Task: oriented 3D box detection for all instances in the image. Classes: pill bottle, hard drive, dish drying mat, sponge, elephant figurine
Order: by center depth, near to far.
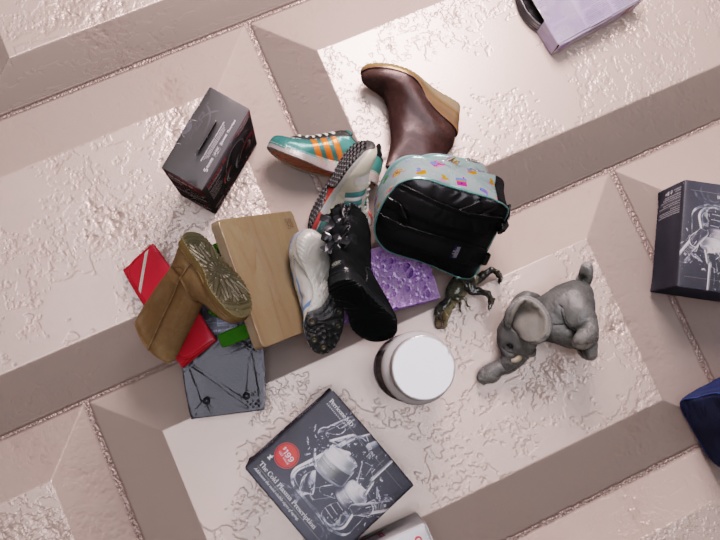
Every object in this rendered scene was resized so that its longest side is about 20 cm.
[{"bbox_3d":[0.084,0.153,1.193,0.113,0.200,0.115,0,83,-4],"label":"pill bottle"},{"bbox_3d":[-0.315,0.056,1.237,0.077,0.018,0.200,-38,74,8],"label":"dish drying mat"},{"bbox_3d":[-0.226,0.136,1.251,0.134,0.042,0.201,-6,82,-5],"label":"hard drive"},{"bbox_3d":[0.288,0.092,1.261,0.199,0.142,0.156,-3,54,11],"label":"elephant figurine"},{"bbox_3d":[0.025,0.019,1.277,0.199,0.030,0.112,-14,82,-14],"label":"sponge"}]

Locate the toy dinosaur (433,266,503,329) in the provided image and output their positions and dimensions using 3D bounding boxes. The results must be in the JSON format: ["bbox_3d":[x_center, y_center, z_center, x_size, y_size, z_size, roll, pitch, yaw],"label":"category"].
[{"bbox_3d":[0.196,0.017,1.299,0.088,0.047,0.201,24,78,6],"label":"toy dinosaur"}]

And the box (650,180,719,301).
[{"bbox_3d":[0.621,-0.043,1.300,0.199,0.104,0.183,7,84,-3],"label":"box"}]

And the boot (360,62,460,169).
[{"bbox_3d":[0.071,-0.252,1.299,0.199,0.072,0.167,24,71,-8],"label":"boot"}]

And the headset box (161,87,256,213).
[{"bbox_3d":[-0.238,-0.189,1.212,0.075,0.200,0.149,29,81,0],"label":"headset box"}]

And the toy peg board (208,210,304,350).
[{"bbox_3d":[-0.168,0.020,1.219,0.097,0.199,0.201,-20,88,29],"label":"toy peg board"}]

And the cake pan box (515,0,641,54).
[{"bbox_3d":[0.382,-0.516,1.376,0.199,0.052,0.185,-31,84,-8],"label":"cake pan box"}]

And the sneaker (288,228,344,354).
[{"bbox_3d":[-0.071,0.033,1.213,0.071,0.072,0.201,-9,88,-14],"label":"sneaker"}]

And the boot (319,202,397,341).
[{"bbox_3d":[-0.001,0.001,1.207,0.073,0.198,0.163,-18,48,18],"label":"boot"}]

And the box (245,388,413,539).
[{"bbox_3d":[-0.051,0.322,1.211,0.182,0.104,0.200,-41,88,-9],"label":"box"}]

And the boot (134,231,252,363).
[{"bbox_3d":[-0.253,0.067,1.135,0.175,0.066,0.200,54,125,28],"label":"boot"}]

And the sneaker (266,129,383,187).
[{"bbox_3d":[-0.058,-0.206,1.297,0.199,0.071,0.080,15,81,-10],"label":"sneaker"}]

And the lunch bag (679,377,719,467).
[{"bbox_3d":[0.638,0.231,1.226,0.132,0.200,0.136,-25,80,-10],"label":"lunch bag"}]

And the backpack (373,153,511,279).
[{"bbox_3d":[0.119,-0.100,1.223,0.199,0.176,0.154,10,42,-15],"label":"backpack"}]

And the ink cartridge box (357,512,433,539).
[{"bbox_3d":[0.037,0.498,1.205,0.199,0.085,0.145,-22,85,-5],"label":"ink cartridge box"}]

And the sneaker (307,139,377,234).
[{"bbox_3d":[-0.009,-0.124,1.252,0.093,0.071,0.200,25,123,-17],"label":"sneaker"}]
